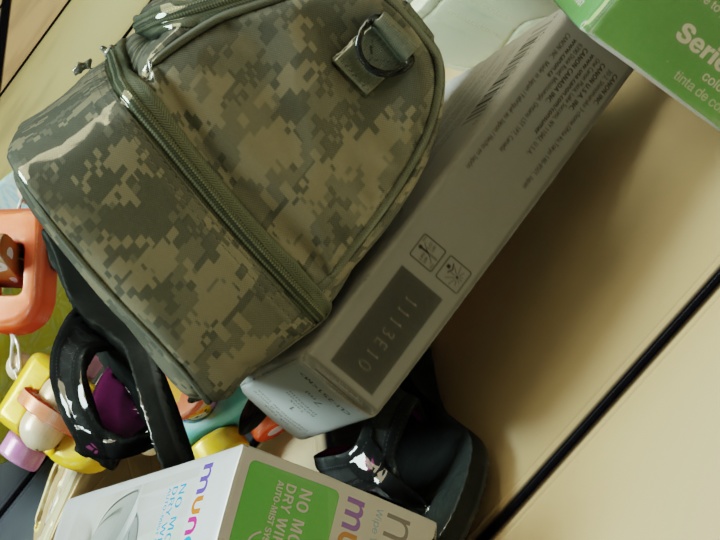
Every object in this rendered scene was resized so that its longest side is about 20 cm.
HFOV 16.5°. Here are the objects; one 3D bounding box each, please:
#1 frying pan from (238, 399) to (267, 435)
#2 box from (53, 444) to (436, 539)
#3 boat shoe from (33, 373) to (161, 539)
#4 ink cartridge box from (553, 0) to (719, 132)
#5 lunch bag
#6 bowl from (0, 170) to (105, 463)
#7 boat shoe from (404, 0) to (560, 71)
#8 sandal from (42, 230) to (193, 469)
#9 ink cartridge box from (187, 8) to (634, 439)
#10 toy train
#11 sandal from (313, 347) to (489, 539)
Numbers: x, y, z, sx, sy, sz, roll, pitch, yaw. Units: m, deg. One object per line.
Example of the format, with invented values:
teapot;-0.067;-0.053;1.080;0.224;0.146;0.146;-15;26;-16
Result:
frying pan;0.012;-0.007;1.162;0.115;0.031;0.190;-26;35;41
box;-0.069;0.187;0.973;0.176;0.097;0.200;-22;49;59
boat shoe;-0.117;0.078;1.298;0.200;0.074;0.069;-59;26;-1
ink cartridge box;0.161;-0.172;0.988;0.200;0.087;0.145;-53;22;12
lunch bag;-0.045;-0.056;1.035;0.168;0.139;0.200;-38;8;1
bowl;-0.204;0.046;1.496;0.200;0.108;0.200;-48;22;27
boat shoe;0.080;-0.150;1.172;0.202;0.072;0.060;-24;44;63
sandal;-0.116;0.050;1.116;0.048;0.075;0.200;-24;34;-9
ink cartridge box;0.018;-0.013;1.089;0.200;0.044;0.174;-53;9;-19
toy train;-0.124;0.027;1.228;0.200;0.056;0.151;4;82;21
sandal;0.005;0.072;1.058;0.075;0.048;0.200;-53;21;11
